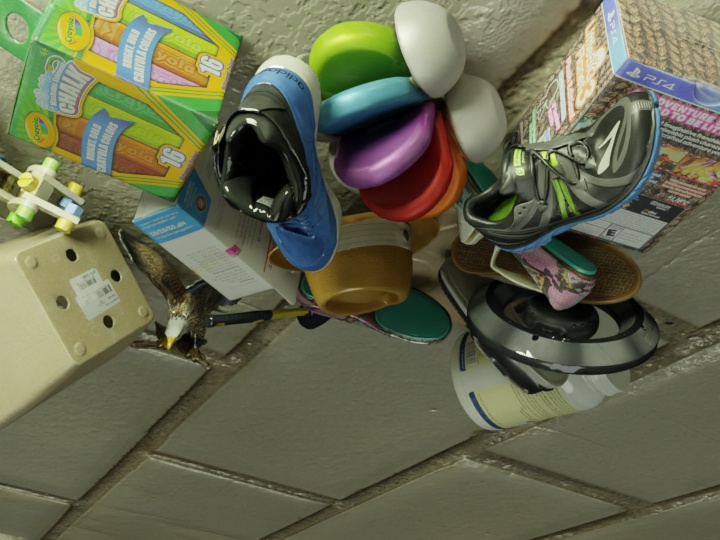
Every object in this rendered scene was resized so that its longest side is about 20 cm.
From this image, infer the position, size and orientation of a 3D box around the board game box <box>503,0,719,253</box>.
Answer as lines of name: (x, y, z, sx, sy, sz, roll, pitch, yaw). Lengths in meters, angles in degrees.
board game box: (0.247, -0.126, 0.667, 0.159, 0.097, 0.200, 15, 143, -13)

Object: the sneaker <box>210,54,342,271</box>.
sneaker: (-0.065, -0.056, 0.586, 0.077, 0.111, 0.200, 9, 132, 12)

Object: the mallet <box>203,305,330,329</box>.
mallet: (-0.107, 0.053, 0.948, 0.066, 0.041, 0.200, -34, 159, 34)

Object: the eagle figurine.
eagle figurine: (-0.226, 0.036, 0.942, 0.151, 0.151, 0.200, -10, 130, -26)

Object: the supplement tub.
supplement tub: (0.238, 0.125, 0.978, 0.200, 0.145, 0.145, -23, 136, 34)

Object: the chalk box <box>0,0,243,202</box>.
chalk box: (-0.226, -0.174, 0.645, 0.200, 0.124, 0.125, 21, 141, -20)

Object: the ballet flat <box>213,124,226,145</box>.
ballet flat: (-0.110, -0.114, 0.680, 0.046, 0.200, 0.068, 8, 107, 2)

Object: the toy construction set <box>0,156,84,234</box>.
toy construction set: (-0.395, -0.117, 0.777, 0.131, 0.092, 0.200, 9, 145, 41)

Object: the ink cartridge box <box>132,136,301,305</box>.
ink cartridge box: (-0.148, -0.048, 0.817, 0.068, 0.115, 0.200, -16, 139, 28)

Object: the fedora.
fedora: (0.000, 0.000, 0.789, 0.200, 0.082, 0.201, -11, 167, -2)

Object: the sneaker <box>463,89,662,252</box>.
sneaker: (0.161, -0.076, 0.604, 0.083, 0.071, 0.200, 20, 146, -27)

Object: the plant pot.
plant pot: (-0.368, 0.046, 0.852, 0.177, 0.200, 0.200, -22, 99, 30)

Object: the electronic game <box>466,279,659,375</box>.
electronic game: (0.214, 0.052, 0.783, 0.200, 0.200, 0.042, 3, 115, 4)

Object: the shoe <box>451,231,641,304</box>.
shoe: (0.197, -0.010, 0.777, 0.200, 0.070, 0.053, 14, -174, 28)

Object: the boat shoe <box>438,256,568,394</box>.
boat shoe: (0.160, 0.069, 0.872, 0.200, 0.074, 0.060, 43, 142, -3)

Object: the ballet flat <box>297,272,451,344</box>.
ballet flat: (0.015, 0.046, 0.919, 0.200, 0.069, 0.071, 16, 161, 1)

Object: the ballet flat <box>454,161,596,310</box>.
ballet flat: (0.147, -0.037, 0.741, 0.069, 0.200, 0.071, -14, 146, -55)

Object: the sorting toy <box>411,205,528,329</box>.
sorting toy: (0.116, -0.009, 0.910, 0.200, 0.037, 0.185, 28, 139, -21)

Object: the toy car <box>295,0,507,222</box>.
toy car: (0.027, -0.123, 0.657, 0.175, 0.150, 0.200, -16, 139, 28)
